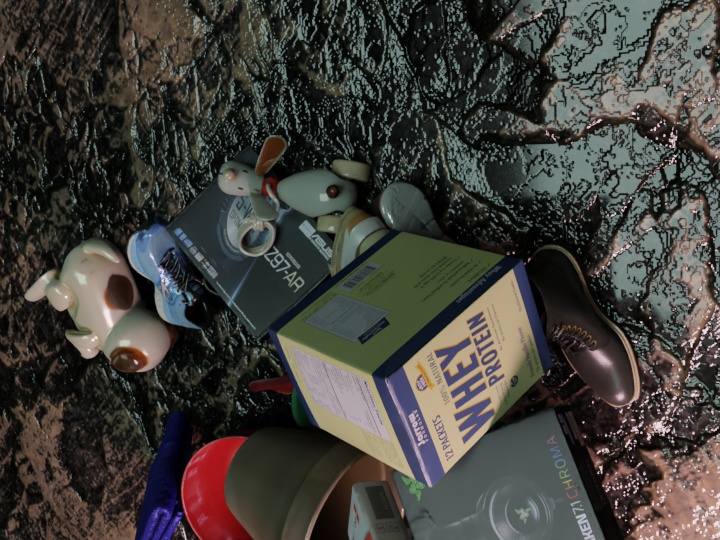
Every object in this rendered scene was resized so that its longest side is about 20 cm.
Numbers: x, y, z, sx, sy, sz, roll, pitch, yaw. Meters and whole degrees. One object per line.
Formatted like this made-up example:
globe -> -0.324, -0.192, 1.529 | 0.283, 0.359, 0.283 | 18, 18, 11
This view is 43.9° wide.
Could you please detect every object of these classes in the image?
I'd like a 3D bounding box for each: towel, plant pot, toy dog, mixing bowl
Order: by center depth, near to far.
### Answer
plant pot -> -0.066, 0.274, 1.077 | 0.172, 0.199, 0.203 | 20, 113, 35
toy dog -> -0.085, -0.099, 1.098 | 0.197, 0.096, 0.134 | -11, 84, 8
mixing bowl -> -0.141, 0.302, 1.256 | 0.197, 0.108, 0.204 | 3, 107, 12
toy dog -> -0.358, 0.057, 1.319 | 0.193, 0.139, 0.201 | -36, 92, 35
towel -> -0.289, 0.329, 1.323 | 0.049, 0.201, 0.149 | 17, 121, -13

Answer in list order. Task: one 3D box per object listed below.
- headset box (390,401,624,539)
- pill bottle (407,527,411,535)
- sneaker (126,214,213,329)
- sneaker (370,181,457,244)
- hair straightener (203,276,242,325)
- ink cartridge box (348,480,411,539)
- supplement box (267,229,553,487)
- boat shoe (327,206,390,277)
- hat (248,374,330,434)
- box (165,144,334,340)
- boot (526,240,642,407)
headset box -> 0.146, 0.252, 0.901 | 0.198, 0.093, 0.177 | -25, 75, 20
pill bottle -> 0.065, 0.440, 1.155 | 0.114, 0.116, 0.202 | -1, 127, 30
sneaker -> -0.250, 0.006, 1.234 | 0.089, 0.079, 0.202 | 22, 147, 33
sneaker -> 0.075, -0.015, 1.095 | 0.082, 0.076, 0.202 | -8, 109, 64
hair straightener -> -0.145, 0.039, 1.217 | 0.199, 0.077, 0.041 | 41, 130, 13
ink cartridge box -> 0.018, 0.356, 0.958 | 0.049, 0.163, 0.203 | 1, 118, -17
supplement box -> 0.051, 0.078, 0.924 | 0.199, 0.199, 0.136 | 17, 137, 50
boat shoe -> 0.000, 0.000, 1.104 | 0.069, 0.074, 0.201 | 51, 150, 26
hat -> -0.052, 0.109, 1.187 | 0.176, 0.198, 0.167 | 48, 158, 50
box -> -0.135, -0.035, 1.173 | 0.160, 0.044, 0.201 | -42, 80, 4
boot -> 0.228, 0.077, 0.978 | 0.077, 0.138, 0.202 | -34, 87, 32
